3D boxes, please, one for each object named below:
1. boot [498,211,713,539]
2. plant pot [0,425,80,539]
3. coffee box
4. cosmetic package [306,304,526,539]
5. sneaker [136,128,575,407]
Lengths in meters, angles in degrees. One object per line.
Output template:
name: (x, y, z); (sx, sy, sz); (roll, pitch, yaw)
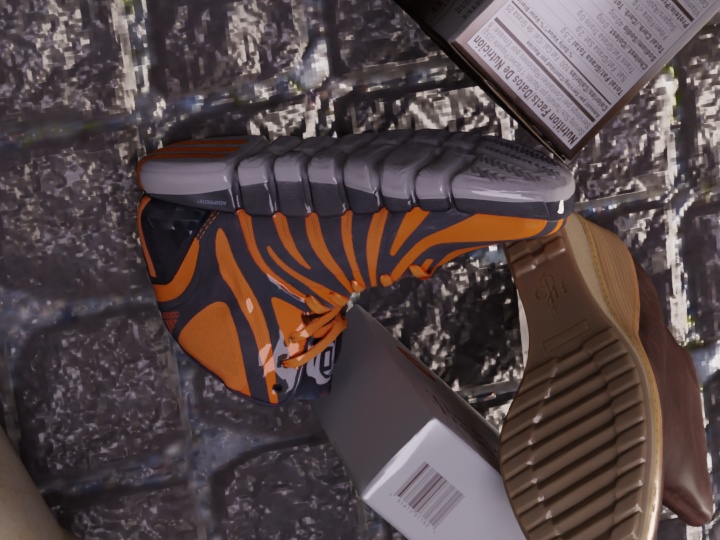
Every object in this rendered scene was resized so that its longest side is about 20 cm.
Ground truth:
boot: (0.123, 0.076, 1.013); (0.072, 0.201, 0.166); (-23, 140, 21)
plant pot: (-0.220, 0.097, 0.970); (0.200, 0.200, 0.184); (-22, 100, -6)
coffee box: (0.117, -0.155, 0.999); (0.200, 0.114, 0.080); (-45, 112, 4)
cosmetic package: (0.066, 0.115, 1.053); (0.200, 0.151, 0.052); (42, 92, -22)
sneaker: (0.000, 0.000, 1.010); (0.199, 0.078, 0.113); (2, 106, 24)
